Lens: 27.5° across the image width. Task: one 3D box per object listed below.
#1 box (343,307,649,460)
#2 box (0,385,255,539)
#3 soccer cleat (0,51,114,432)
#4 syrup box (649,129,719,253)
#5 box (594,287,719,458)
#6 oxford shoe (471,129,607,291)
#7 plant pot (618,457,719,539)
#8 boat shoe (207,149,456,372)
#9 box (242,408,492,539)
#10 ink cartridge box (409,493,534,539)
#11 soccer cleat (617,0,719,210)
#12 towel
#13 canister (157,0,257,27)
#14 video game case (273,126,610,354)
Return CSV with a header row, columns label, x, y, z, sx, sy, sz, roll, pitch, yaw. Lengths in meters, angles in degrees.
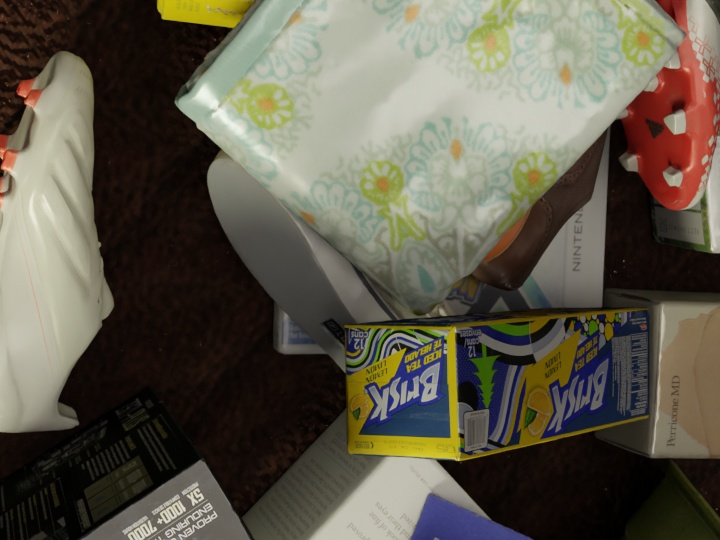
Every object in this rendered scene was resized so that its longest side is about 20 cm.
label,x,y,z,sx,sy,sz,roll,pitch,yaw
box,0.076,0.054,0.761,0.199,0.069,0.065,-1,89,-53
box,-0.138,0.150,0.722,0.163,0.200,0.087,-33,102,-11
soccer cleat,-0.161,-0.012,0.771,0.077,0.069,0.202,12,100,-21
syrup box,0.211,-0.117,0.854,0.080,0.079,0.203,-8,98,-14
box,0.246,0.062,0.882,0.198,0.078,0.096,1,94,-17
oxford shoe,0.107,-0.084,0.825,0.073,0.071,0.201,41,76,-47
plant pot,0.169,0.244,0.839,0.190,0.200,0.200,-40,105,4
boat shoe,0.000,0.000,0.797,0.200,0.071,0.070,48,58,-13
box,-0.009,0.201,0.812,0.200,0.106,0.152,-45,105,-7
ink cartridge box,0.076,0.239,0.707,0.196,0.047,0.202,21,91,22
soccer cleat,0.176,-0.132,0.772,0.084,0.068,0.202,-16,109,-26
towel,0.035,-0.099,0.713,0.171,0.048,0.200,41,101,-15
canister,-0.001,-0.190,0.768,0.197,0.087,0.150,6,81,-10
video game case,0.049,-0.045,0.846,0.198,0.022,0.185,0,96,-15
